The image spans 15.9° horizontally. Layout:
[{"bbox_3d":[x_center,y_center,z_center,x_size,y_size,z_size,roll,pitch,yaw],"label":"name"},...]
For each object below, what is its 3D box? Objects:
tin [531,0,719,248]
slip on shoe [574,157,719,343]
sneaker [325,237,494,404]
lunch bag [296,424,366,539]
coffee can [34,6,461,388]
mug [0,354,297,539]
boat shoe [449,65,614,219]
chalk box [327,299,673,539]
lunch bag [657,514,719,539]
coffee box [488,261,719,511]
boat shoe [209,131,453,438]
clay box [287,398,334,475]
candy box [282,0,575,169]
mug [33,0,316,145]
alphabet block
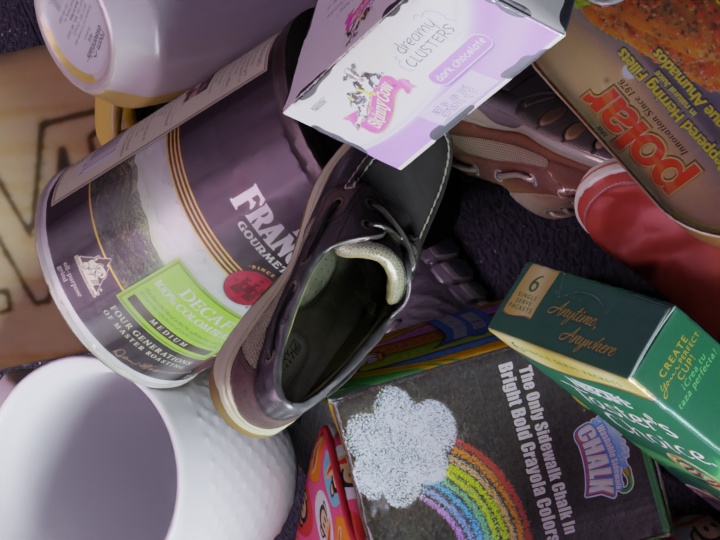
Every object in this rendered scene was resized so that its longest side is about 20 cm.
[{"bbox_3d":[0.155,-0.094,1.208,0.200,0.112,0.042,52,-177,26],"label":"tin"},{"bbox_3d":[0.184,0.014,1.222,0.200,0.061,0.074,37,135,11],"label":"slip on shoe"},{"bbox_3d":[0.013,0.032,1.485,0.200,0.115,0.075,45,142,30],"label":"sneaker"},{"bbox_3d":[0.013,0.208,1.555,0.176,0.082,0.200,-103,15,-45],"label":"lunch bag"},{"bbox_3d":[-0.064,-0.039,1.459,0.200,0.146,0.147,-29,84,32],"label":"coffee can"},{"bbox_3d":[-0.141,0.115,1.594,0.200,0.175,0.148,29,102,28],"label":"mug"},{"bbox_3d":[0.107,-0.066,1.336,0.200,0.076,0.072,29,141,50],"label":"boat shoe"},{"bbox_3d":[0.091,0.084,1.366,0.124,0.200,0.125,-107,2,-80],"label":"chalk box"},{"bbox_3d":[0.151,0.208,1.432,0.200,0.082,0.176,-29,80,60],"label":"lunch bag"},{"bbox_3d":[0.165,0.073,1.240,0.200,0.044,0.123,39,171,-32],"label":"coffee box"},{"bbox_3d":[-0.001,0.000,1.312,0.072,0.201,0.066,44,155,-24],"label":"boat shoe"},{"bbox_3d":[-0.057,0.036,1.653,0.200,0.048,0.115,47,145,30],"label":"clay box"},{"bbox_3d":[0.051,-0.172,1.232,0.071,0.200,0.168,26,152,-17],"label":"candy box"},{"bbox_3d":[-0.101,-0.148,1.506,0.149,0.153,0.187,17,124,50],"label":"mug"},{"bbox_3d":[-0.239,-0.032,1.665,0.195,0.200,0.197,174,85,-81],"label":"alphabet block"}]
